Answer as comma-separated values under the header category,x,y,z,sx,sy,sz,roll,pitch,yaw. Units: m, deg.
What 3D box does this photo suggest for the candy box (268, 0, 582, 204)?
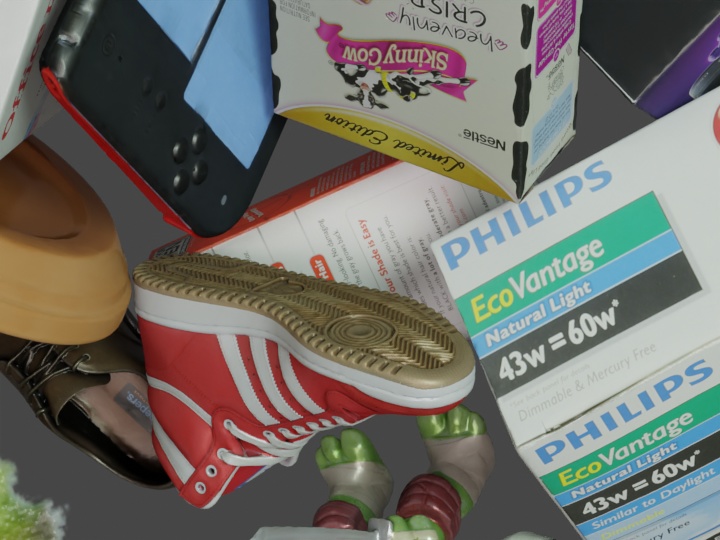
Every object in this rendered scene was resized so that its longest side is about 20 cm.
category,x,y,z,sx,sy,sz,roll,pitch,yaw
candy box,0.027,-0.141,1.116,0.136,0.061,0.201,21,137,23

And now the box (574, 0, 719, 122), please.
category,x,y,z,sx,sy,sz,roll,pitch,yaw
box,0.194,-0.159,1.184,0.200,0.141,0.079,-46,70,12

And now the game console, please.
category,x,y,z,sx,sy,sz,roll,pitch,yaw
game console,-0.064,-0.132,1.159,0.031,0.177,0.201,15,72,24

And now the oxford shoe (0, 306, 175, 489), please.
category,x,y,z,sx,sy,sz,roll,pitch,yaw
oxford shoe,-0.153,0.035,1.280,0.200,0.084,0.073,39,104,-8

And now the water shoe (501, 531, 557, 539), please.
category,x,y,z,sx,sy,sz,roll,pitch,yaw
water shoe,0.126,0.190,1.256,0.200,0.079,0.072,44,65,-46

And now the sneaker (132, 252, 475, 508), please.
category,x,y,z,sx,sy,sz,roll,pitch,yaw
sneaker,-0.027,0.066,1.196,0.199,0.071,0.113,16,115,40

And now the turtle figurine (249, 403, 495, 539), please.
category,x,y,z,sx,sy,sz,roll,pitch,yaw
turtle figurine,-0.017,0.131,1.220,0.199,0.194,0.144,30,130,-4

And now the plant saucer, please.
category,x,y,z,sx,sy,sz,roll,pitch,yaw
plant saucer,-0.190,-0.039,1.188,0.199,0.200,0.038,30,107,-7

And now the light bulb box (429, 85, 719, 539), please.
category,x,y,z,sx,sy,sz,roll,pitch,yaw
light bulb box,0.167,0.034,1.205,0.197,0.125,0.200,-28,145,8

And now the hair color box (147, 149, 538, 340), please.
category,x,y,z,sx,sy,sz,roll,pitch,yaw
hair color box,0.000,0.000,1.279,0.199,0.061,0.102,-23,103,7

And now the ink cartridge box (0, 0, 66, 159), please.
category,x,y,z,sx,sy,sz,roll,pitch,yaw
ink cartridge box,-0.192,-0.151,1.162,0.144,0.200,0.146,21,105,0
